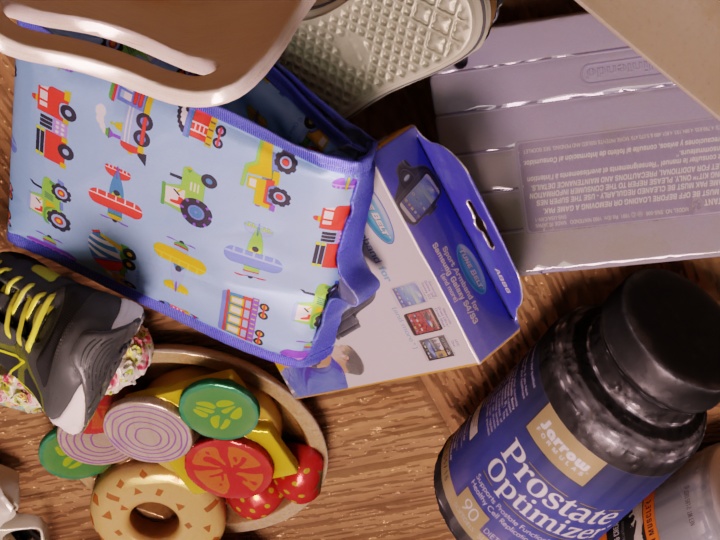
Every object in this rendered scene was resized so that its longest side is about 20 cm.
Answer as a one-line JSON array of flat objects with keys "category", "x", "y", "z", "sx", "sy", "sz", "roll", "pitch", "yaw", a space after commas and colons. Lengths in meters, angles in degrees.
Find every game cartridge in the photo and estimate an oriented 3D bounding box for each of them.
[{"category": "game cartridge", "x": 0.137, "y": -0.068, "z": 0.731, "sx": 0.197, "sy": 0.038, "sz": 0.131, "roll": -5, "pitch": 103, "yaw": 17}]

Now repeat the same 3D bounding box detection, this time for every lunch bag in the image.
[{"category": "lunch bag", "x": -0.076, "y": -0.040, "z": 0.740, "sx": 0.199, "sy": 0.094, "sz": 0.151, "roll": 33, "pitch": 137, "yaw": 16}]

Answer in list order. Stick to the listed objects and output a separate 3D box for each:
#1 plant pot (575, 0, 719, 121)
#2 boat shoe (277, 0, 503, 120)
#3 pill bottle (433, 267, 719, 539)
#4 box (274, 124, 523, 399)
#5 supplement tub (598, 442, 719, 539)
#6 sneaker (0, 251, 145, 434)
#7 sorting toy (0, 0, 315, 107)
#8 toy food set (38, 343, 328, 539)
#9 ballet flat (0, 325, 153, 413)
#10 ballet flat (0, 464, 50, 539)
[{"category": "plant pot", "x": 0.191, "y": -0.152, "z": 0.566, "sx": 0.199, "sy": 0.200, "sz": 0.178, "roll": 34, "pitch": 94, "yaw": -22}, {"category": "boat shoe", "x": -0.008, "y": -0.116, "z": 0.730, "sx": 0.199, "sy": 0.062, "sz": 0.075, "roll": -14, "pitch": 110, "yaw": 41}, {"category": "pill bottle", "x": 0.136, "y": 0.092, "z": 0.874, "sx": 0.111, "sy": 0.113, "sz": 0.200, "roll": 24, "pitch": 133, "yaw": -14}, {"category": "box", "x": 0.000, "y": 0.000, "z": 0.776, "sx": 0.199, "sy": 0.041, "sz": 0.120, "roll": -17, "pitch": 105, "yaw": 56}, {"category": "supplement tub", "x": 0.193, "y": 0.207, "z": 0.968, "sx": 0.122, "sy": 0.123, "sz": 0.199, "roll": 35, "pitch": 129, "yaw": -23}, {"category": "sneaker", "x": -0.176, "y": 0.033, "z": 0.783, "sx": 0.084, "sy": 0.075, "sz": 0.200, "roll": 31, "pitch": 170, "yaw": -18}, {"category": "sorting toy", "x": -0.094, "y": -0.145, "z": 0.636, "sx": 0.198, "sy": 0.181, "sz": 0.107, "roll": 17, "pitch": 134, "yaw": -7}, {"category": "toy food set", "x": -0.121, "y": 0.124, "z": 0.989, "sx": 0.198, "sy": 0.049, "sz": 0.199, "roll": -14, "pitch": 130, "yaw": 22}, {"category": "ballet flat", "x": -0.231, "y": 0.047, "z": 0.912, "sx": 0.197, "sy": 0.076, "sz": 0.064, "roll": -2, "pitch": 151, "yaw": 9}, {"category": "ballet flat", "x": -0.270, "y": 0.176, "z": 1.058, "sx": 0.068, "sy": 0.069, "sz": 0.201, "roll": -13, "pitch": 141, "yaw": 7}]
